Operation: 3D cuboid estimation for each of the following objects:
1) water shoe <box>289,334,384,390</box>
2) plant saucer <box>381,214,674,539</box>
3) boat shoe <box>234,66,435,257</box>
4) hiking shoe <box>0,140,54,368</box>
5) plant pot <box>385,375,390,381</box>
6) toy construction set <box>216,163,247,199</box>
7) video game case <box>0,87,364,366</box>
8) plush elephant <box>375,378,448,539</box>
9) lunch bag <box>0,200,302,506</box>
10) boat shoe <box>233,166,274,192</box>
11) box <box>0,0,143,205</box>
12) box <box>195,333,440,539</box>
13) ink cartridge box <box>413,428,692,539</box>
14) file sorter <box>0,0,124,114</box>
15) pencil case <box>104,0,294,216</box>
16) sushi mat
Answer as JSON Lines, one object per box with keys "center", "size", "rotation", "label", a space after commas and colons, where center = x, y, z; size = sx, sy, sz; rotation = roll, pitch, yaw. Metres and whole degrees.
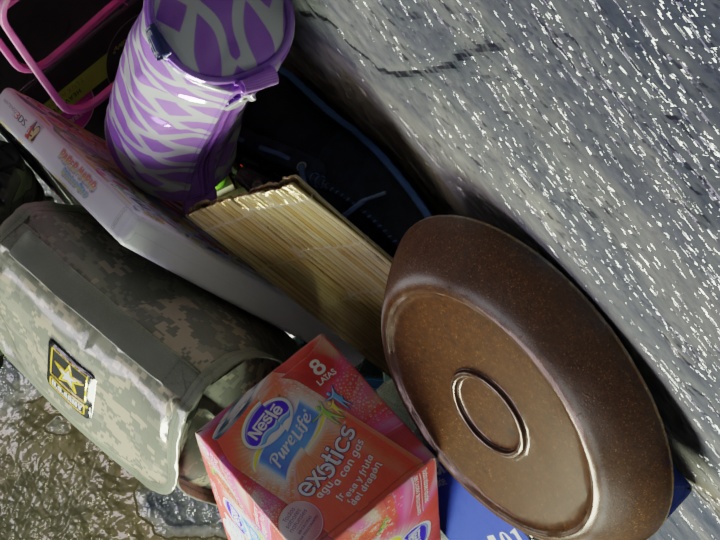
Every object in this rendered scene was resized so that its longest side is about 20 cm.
{"center": [-0.015, 0.100, 1.629], "size": [0.079, 0.071, 0.201], "rotation": [-84, -17, -54], "label": "water shoe"}
{"center": [0.075, 0.065, 1.243], "size": [0.200, 0.034, 0.201], "rotation": [38, 148, 29], "label": "plant saucer"}
{"center": [-0.015, -0.040, 1.384], "size": [0.200, 0.069, 0.084], "rotation": [42, 170, 48], "label": "boat shoe"}
{"center": [-0.224, 0.026, 1.494], "size": [0.075, 0.201, 0.101], "rotation": [1, 156, 28], "label": "hiking shoe"}
{"center": [-0.049, 0.030, 1.731], "size": [0.200, 0.134, 0.200], "rotation": [49, 174, 7], "label": "plant pot"}
{"center": [-0.128, -0.069, 1.645], "size": [0.092, 0.131, 0.201], "rotation": [71, 174, -77], "label": "toy construction set"}
{"center": [-0.105, -0.026, 1.436], "size": [0.200, 0.023, 0.182], "rotation": [29, -172, -42], "label": "video game case"}
{"center": [0.051, 0.134, 1.575], "size": [0.155, 0.164, 0.200], "rotation": [55, 174, 15], "label": "plush elephant"}
{"center": [-0.124, 0.046, 1.415], "size": [0.164, 0.118, 0.200], "rotation": [40, -178, 20], "label": "lunch bag"}
{"center": [0.000, 0.000, 1.516], "size": [0.200, 0.068, 0.072], "rotation": [50, 173, 1], "label": "boat shoe"}
{"center": [-0.190, -0.154, 1.564], "size": [0.200, 0.148, 0.124], "rotation": [43, 171, 43], "label": "box"}
{"center": [-0.020, 0.134, 1.396], "size": [0.103, 0.095, 0.200], "rotation": [47, 166, 21], "label": "box"}
{"center": [0.095, 0.114, 1.360], "size": [0.094, 0.044, 0.200], "rotation": [51, 154, -5], "label": "ink cartridge box"}
{"center": [-0.193, -0.207, 1.387], "size": [0.200, 0.125, 0.139], "rotation": [46, 172, 29], "label": "file sorter"}
{"center": [-0.086, -0.101, 1.305], "size": [0.086, 0.084, 0.200], "rotation": [56, 162, 6], "label": "pencil case"}
{"center": [0.000, 0.013, 1.342], "size": [0.200, 0.012, 0.095], "rotation": [40, 149, -30], "label": "sushi mat"}
